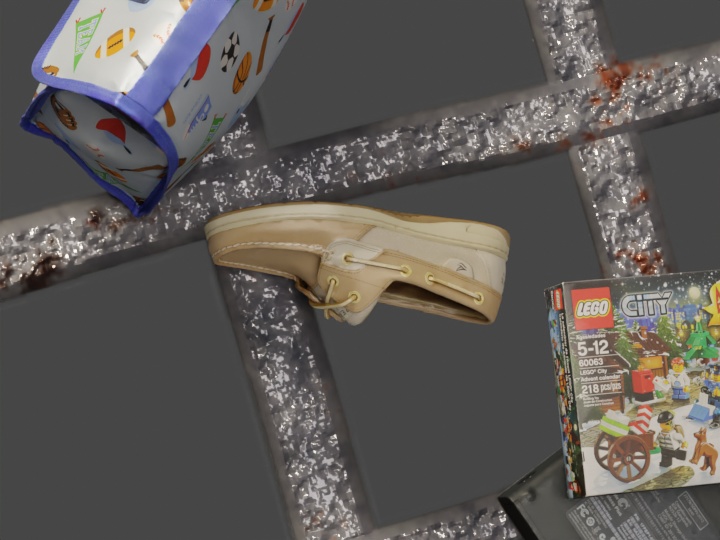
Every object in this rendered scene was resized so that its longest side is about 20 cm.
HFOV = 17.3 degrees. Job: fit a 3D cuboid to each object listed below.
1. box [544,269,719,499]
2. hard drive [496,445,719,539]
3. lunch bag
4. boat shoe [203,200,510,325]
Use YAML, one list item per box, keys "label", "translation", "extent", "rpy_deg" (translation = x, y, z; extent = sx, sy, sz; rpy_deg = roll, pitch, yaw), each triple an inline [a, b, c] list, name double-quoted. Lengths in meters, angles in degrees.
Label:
- label: "box"
  translation: [0.224, 0.069, 1.517]
  extent: [0.200, 0.038, 0.137]
  rpy_deg: [-5, 85, -15]
- label: "hard drive"
  translation: [0.207, 0.146, 1.540]
  extent: [0.200, 0.033, 0.140]
  rpy_deg: [-35, 93, -16]
- label: "lunch bag"
  translation: [-0.111, -0.140, 1.404]
  extent: [0.124, 0.200, 0.170]
  rpy_deg: [35, 77, -8]
- label: "boat shoe"
  translation: [0.000, 0.000, 1.482]
  extent: [0.200, 0.074, 0.069]
  rpy_deg: [4, 76, -15]
